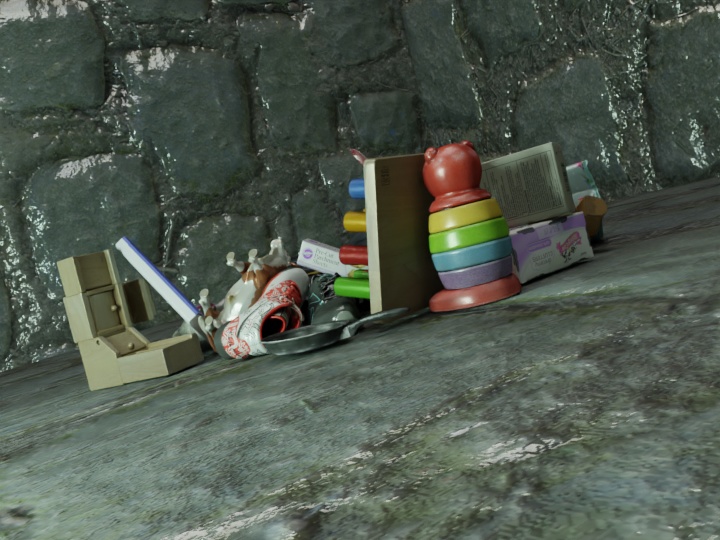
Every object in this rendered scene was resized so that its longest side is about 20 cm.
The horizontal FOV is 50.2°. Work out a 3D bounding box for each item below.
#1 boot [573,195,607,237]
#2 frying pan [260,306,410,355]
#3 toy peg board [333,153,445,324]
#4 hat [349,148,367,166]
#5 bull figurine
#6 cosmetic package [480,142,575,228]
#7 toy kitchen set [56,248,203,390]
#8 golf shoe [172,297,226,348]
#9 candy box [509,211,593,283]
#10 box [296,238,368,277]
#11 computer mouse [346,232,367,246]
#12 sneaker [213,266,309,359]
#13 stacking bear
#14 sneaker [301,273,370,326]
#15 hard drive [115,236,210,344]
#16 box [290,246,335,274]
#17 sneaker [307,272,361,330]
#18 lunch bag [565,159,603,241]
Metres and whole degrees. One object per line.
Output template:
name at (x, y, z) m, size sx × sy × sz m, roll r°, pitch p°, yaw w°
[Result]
boot at (0.286, -0.081, 1.244) m, size 0.197 × 0.072 × 0.145 m, roll 13°, pitch -27°, yaw -2°
frying pan at (-0.032, 0.074, 0.953) m, size 0.186 × 0.032 × 0.115 m, roll -12°, pitch 2°, yaw -1°
toy peg board at (0.043, -0.052, 1.036) m, size 0.096 × 0.204 × 0.199 m, roll 3°, pitch 11°, yaw 36°
hat at (0.112, -0.145, 1.403) m, size 0.197 × 0.180 × 0.164 m, roll 2°, pitch -11°, yaw -40°
bull figurine at (-0.170, 0.031, 1.161) m, size 0.064 × 0.202 × 0.122 m, roll 20°, pitch -17°, yaw 32°
cosmetic package at (0.206, -0.111, 1.135) m, size 0.197 × 0.107 × 0.071 m, roll -12°, pitch 1°, yaw 26°
toy kitchen set at (-0.331, 0.055, 1.197) m, size 0.178 × 0.204 × 0.162 m, roll -13°, pitch 3°, yaw 31°
golf shoe at (-0.261, 0.099, 1.398) m, size 0.091 × 0.076 × 0.199 m, roll -34°, pitch -15°, yaw 24°
candy box at (0.215, -0.023, 1.148) m, size 0.166 × 0.073 × 0.199 m, roll -16°, pitch 2°, yaw -36°
box at (0.000, 0.000, 1.192) m, size 0.196 × 0.042 × 0.039 m, roll 19°, pitch 10°, yaw 4°
computer mouse at (0.031, -0.050, 1.283) m, size 0.052 × 0.140 × 0.199 m, roll 31°, pitch -47°, yaw -30°
sneaker at (-0.108, 0.056, 1.088) m, size 0.107 × 0.068 × 0.201 m, roll -11°, pitch 22°, yaw 43°
stacking bear at (0.132, -0.061, 0.983) m, size 0.119 × 0.204 × 0.114 m, roll -15°, pitch 2°, yaw -17°
sneaker at (-0.050, 0.034, 1.248) m, size 0.197 × 0.068 × 0.091 m, roll -17°, pitch 35°, yaw -22°
hard drive at (-0.305, 0.038, 1.248) m, size 0.025 × 0.199 × 0.132 m, roll -44°, pitch -25°, yaw -11°
box at (-0.136, 0.040, 1.347) m, size 0.198 × 0.050 × 0.160 m, roll -16°, pitch -26°, yaw -50°
sneaker at (-0.047, 0.046, 1.091) m, size 0.074 × 0.081 × 0.200 m, roll -8°, pitch 3°, yaw -14°
lunch bag at (0.352, -0.096, 1.406) m, size 0.167 × 0.124 × 0.200 m, roll -18°, pitch -22°, yaw 11°
